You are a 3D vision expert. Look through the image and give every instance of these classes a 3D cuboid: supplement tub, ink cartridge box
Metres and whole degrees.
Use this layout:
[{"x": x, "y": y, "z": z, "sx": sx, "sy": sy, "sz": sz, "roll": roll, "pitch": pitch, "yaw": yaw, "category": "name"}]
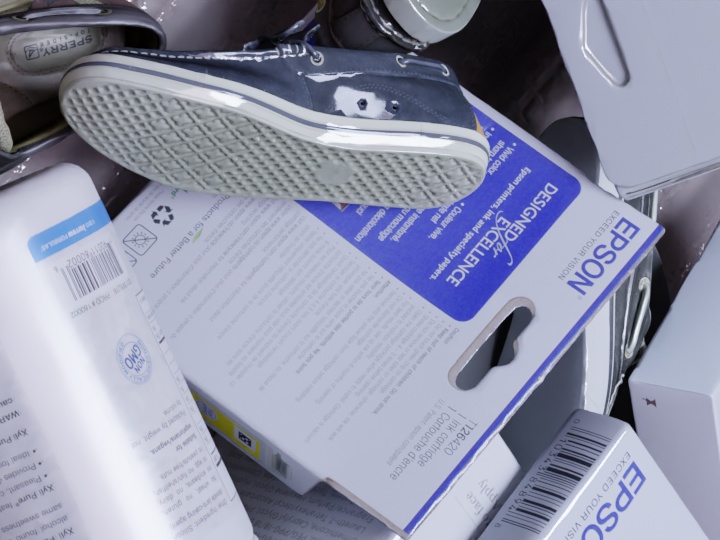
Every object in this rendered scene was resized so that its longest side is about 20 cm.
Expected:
[{"x": -0.134, "y": 0.069, "z": 1.085, "sx": 0.132, "sy": 0.132, "sz": 0.201, "roll": -27, "pitch": 97, "yaw": -32, "category": "supplement tub"}, {"x": 0.143, "y": -0.136, "z": 1.244, "sx": 0.200, "sy": 0.083, "sz": 0.146, "roll": -64, "pitch": 134, "yaw": -70, "category": "ink cartridge box"}, {"x": 0.099, "y": 0.199, "z": 1.165, "sx": 0.197, "sy": 0.043, "sz": 0.200, "roll": -52, "pitch": 125, "yaw": -20, "category": "ink cartridge box"}, {"x": 0.000, "y": 0.000, "z": 1.182, "sx": 0.198, "sy": 0.200, "sz": 0.047, "roll": -48, "pitch": 166, "yaw": -23, "category": "ink cartridge box"}]

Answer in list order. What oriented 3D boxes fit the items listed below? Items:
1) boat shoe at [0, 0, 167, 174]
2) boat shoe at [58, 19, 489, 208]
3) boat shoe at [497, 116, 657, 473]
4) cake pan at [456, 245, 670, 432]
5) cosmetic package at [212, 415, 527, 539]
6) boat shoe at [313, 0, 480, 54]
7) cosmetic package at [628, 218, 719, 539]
[{"x": -0.171, "y": -0.072, "z": 1.102, "sx": 0.200, "sy": 0.065, "sz": 0.073, "roll": -34, "pitch": 117, "yaw": -29, "category": "boat shoe"}, {"x": -0.037, "y": -0.072, "z": 1.131, "sx": 0.199, "sy": 0.075, "sz": 0.062, "roll": 6, "pitch": 60, "yaw": -25, "category": "boat shoe"}, {"x": 0.115, "y": 0.026, "z": 1.292, "sx": 0.064, "sy": 0.071, "sz": 0.201, "roll": 9, "pitch": 90, "yaw": -38, "category": "boat shoe"}, {"x": 0.087, "y": 0.039, "z": 1.342, "sx": 0.200, "sy": 0.037, "sz": 0.201, "roll": -8, "pitch": 102, "yaw": -37, "category": "cake pan"}, {"x": -0.013, "y": 0.179, "z": 1.205, "sx": 0.200, "sy": 0.165, "sz": 0.165, "roll": -47, "pitch": 122, "yaw": -23, "category": "cosmetic package"}, {"x": 0.035, "y": -0.155, "z": 1.231, "sx": 0.072, "sy": 0.060, "sz": 0.201, "roll": 56, "pitch": 33, "yaw": -11, "category": "boat shoe"}, {"x": 0.200, "y": 0.086, "z": 1.372, "sx": 0.151, "sy": 0.052, "sz": 0.200, "roll": -53, "pitch": 143, "yaw": -38, "category": "cosmetic package"}]
